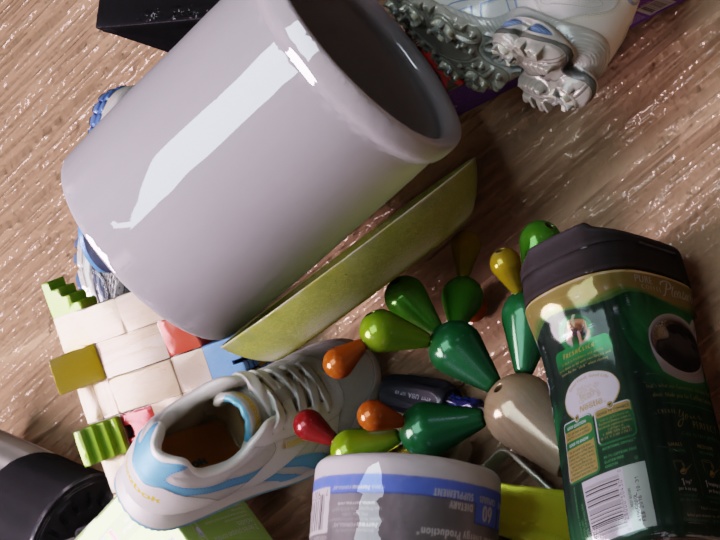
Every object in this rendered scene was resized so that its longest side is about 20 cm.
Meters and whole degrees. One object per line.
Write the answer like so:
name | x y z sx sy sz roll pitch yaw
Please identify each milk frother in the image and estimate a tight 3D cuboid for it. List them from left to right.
milk frother | -0.280 0.205 1.905 0.188 0.199 0.182 16 96 45

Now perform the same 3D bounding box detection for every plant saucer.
plant saucer | 0.000 0.000 1.703 0.200 0.200 0.031 -35 93 34

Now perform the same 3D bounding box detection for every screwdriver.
screwdriver | 0.089 0.087 1.693 0.199 0.028 0.029 5 56 42

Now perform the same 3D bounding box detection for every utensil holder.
utensil holder | -0.064 -0.077 1.696 0.200 0.170 0.170 -43 54 19

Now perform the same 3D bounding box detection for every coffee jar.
coffee jar | 0.156 0.075 1.573 0.085 0.104 0.201 -25 64 35

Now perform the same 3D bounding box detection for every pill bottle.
pill bottle | 0.021 0.213 1.579 0.113 0.113 0.201 -8 73 43

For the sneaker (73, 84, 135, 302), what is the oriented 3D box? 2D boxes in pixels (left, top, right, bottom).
sneaker | -0.148 -0.041 1.915 0.085 0.077 0.201 -12 74 37

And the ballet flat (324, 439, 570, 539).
ballet flat | 0.063 0.136 1.688 0.199 0.067 0.067 20 74 42

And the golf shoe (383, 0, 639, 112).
golf shoe | 0.095 -0.161 1.666 0.097 0.078 0.200 -50 40 -14

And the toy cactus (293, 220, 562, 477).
toy cactus | 0.071 0.068 1.653 0.200 0.102 0.165 -42 64 -14

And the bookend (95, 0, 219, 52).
bookend | -0.074 -0.258 1.874 0.198 0.092 0.201 -1 79 42

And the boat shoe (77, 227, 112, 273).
boat shoe | -0.120 -0.082 1.839 0.068 0.084 0.201 4 53 42

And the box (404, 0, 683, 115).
box | 0.108 -0.198 1.721 0.199 0.039 0.138 -26 64 38

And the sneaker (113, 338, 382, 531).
sneaker | -0.061 0.097 1.724 0.077 0.199 0.081 52 148 15

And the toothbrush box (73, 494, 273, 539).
toothbrush box | -0.106 0.245 1.766 0.146 0.086 0.200 -48 71 27

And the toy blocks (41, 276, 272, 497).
toy blocks | -0.117 0.081 1.836 0.136 0.100 0.201 -18 92 22
